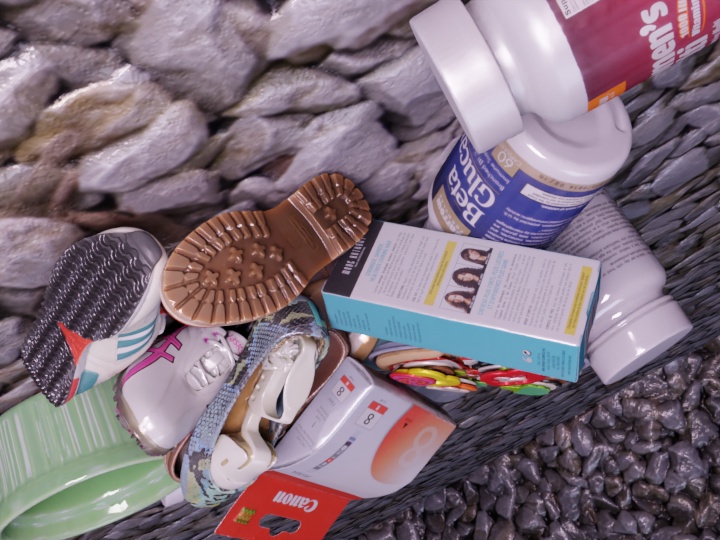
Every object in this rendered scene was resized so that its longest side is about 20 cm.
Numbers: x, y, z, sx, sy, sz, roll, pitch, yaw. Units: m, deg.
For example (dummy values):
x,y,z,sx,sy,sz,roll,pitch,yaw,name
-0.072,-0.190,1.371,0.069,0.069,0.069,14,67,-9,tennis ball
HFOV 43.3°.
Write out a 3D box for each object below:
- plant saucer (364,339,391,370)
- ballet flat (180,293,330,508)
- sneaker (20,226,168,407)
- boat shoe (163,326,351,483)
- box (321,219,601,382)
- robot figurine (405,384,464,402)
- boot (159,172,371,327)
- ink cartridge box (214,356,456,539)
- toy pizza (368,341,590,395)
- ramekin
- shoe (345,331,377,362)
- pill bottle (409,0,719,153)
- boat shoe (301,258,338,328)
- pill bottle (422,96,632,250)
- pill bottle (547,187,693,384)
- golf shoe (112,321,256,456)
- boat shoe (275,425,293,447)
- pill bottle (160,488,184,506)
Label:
x,y,z,sx,sy,sz,roll,pitch,yaw,name
0.088,0.063,0.890,0.197,0.036,0.200,-6,165,-1,plant saucer
-0.082,0.115,0.714,0.074,0.074,0.202,7,111,-55,ballet flat
-0.181,0.024,0.679,0.093,0.071,0.200,-30,167,-49,sneaker
-0.088,0.121,0.793,0.200,0.076,0.072,-41,-171,0,boat shoe
0.077,0.020,0.696,0.198,0.083,0.049,11,143,20,box
0.111,0.079,1.063,0.170,0.113,0.200,-44,175,-40,robot figurine
-0.082,0.002,0.662,0.107,0.075,0.199,-33,178,40,boot
-0.018,0.189,0.839,0.201,0.050,0.162,-54,141,2,ink cartridge box
0.105,0.091,0.817,0.198,0.032,0.200,2,166,0,toy pizza
-0.266,0.181,0.882,0.198,0.098,0.200,-22,159,-9,ramekin
-0.055,0.074,0.884,0.053,0.071,0.199,30,148,-28,shoe
0.136,-0.157,0.534,0.199,0.110,0.110,-29,159,8,pill bottle
0.000,0.000,0.812,0.198,0.070,0.071,-11,132,-35,boat shoe
0.119,-0.066,0.727,0.110,0.112,0.200,-15,156,-27,pill bottle
0.210,-0.004,0.845,0.113,0.201,0.114,-27,160,-11,pill bottle
-0.141,0.079,0.756,0.092,0.073,0.200,-35,-168,15,golf shoe
-0.066,0.140,0.891,0.198,0.068,0.073,8,107,-22,boat shoe
-0.142,0.194,1.040,0.198,0.113,0.113,-17,158,-22,pill bottle
